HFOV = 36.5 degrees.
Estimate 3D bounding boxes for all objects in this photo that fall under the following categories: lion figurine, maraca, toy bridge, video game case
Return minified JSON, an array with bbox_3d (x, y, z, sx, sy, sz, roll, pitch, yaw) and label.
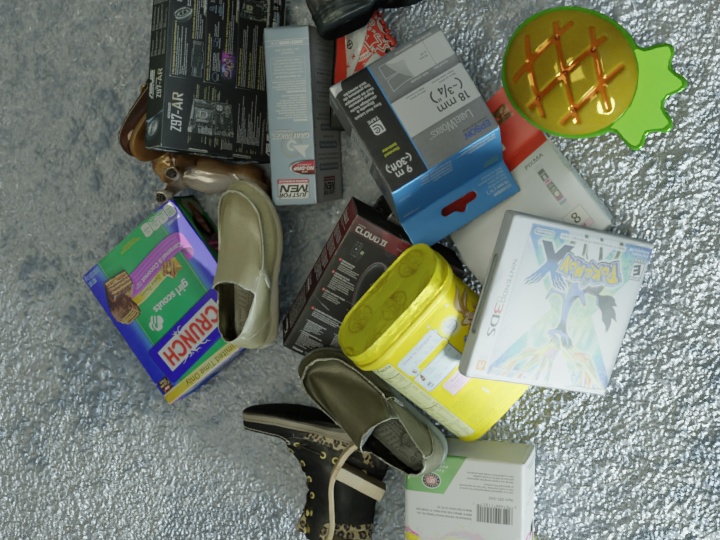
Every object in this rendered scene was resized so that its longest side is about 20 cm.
[{"bbox_3d":[-0.180,-0.118,1.350,0.197,0.123,0.073,23,119,-2],"label":"lion figurine"},{"bbox_3d":[0.248,-0.207,1.179,0.197,0.107,0.139,20,110,15],"label":"maraca"},{"bbox_3d":[-0.002,0.250,1.303,0.066,0.027,0.202,26,99,-4],"label":"toy bridge"},{"bbox_3d":[0.216,0.040,1.198,0.197,0.022,0.185,9,103,-28],"label":"video game case"}]

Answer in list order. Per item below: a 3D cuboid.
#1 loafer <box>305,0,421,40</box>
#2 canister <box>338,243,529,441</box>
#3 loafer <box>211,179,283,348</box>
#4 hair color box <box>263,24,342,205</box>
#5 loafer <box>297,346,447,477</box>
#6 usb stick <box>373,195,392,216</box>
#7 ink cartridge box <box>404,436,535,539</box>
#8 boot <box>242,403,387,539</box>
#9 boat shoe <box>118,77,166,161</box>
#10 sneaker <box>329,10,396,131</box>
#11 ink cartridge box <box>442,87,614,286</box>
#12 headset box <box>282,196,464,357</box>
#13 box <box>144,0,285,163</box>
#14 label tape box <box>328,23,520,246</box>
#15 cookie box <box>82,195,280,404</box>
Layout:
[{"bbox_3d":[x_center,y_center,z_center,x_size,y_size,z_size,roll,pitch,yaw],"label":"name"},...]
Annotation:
[{"bbox_3d":[0.028,-0.332,1.222,0.198,0.073,0.073,-26,81,-18],"label":"loafer"},{"bbox_3d":[0.093,0.087,1.224,0.149,0.087,0.199,-46,120,8],"label":"canister"},{"bbox_3d":[-0.134,-0.003,1.267,0.075,0.068,0.204,1,102,32],"label":"loafer"},{"bbox_3d":[-0.066,-0.181,1.292,0.060,0.099,0.204,-1,96,18],"label":"hair color box"},{"bbox_3d":[0.012,0.160,1.228,0.199,0.070,0.076,35,106,5],"label":"loafer"},{"bbox_3d":[0.000,0.000,1.329,0.055,0.033,0.202,36,107,18],"label":"usb stick"},{"bbox_3d":[0.130,0.309,1.295,0.142,0.084,0.204,2,97,18],"label":"ink cartridge box"},{"bbox_3d":[-0.060,0.252,1.360,0.197,0.073,0.153,10,99,9],"label":"boot"},{"bbox_3d":[-0.228,-0.211,1.317,0.070,0.201,0.071,23,146,24],"label":"boat shoe"},{"bbox_3d":[0.022,-0.259,1.277,0.106,0.067,0.205,4,83,-4],"label":"sneaker"},{"bbox_3d":[0.167,-0.081,1.255,0.162,0.057,0.201,-41,88,19],"label":"ink cartridge box"},{"bbox_3d":[0.018,0.023,1.275,0.147,0.075,0.202,26,106,-14],"label":"headset box"},{"bbox_3d":[-0.167,-0.234,1.278,0.043,0.158,0.204,3,90,51],"label":"box"},{"bbox_3d":[0.074,-0.144,1.203,0.143,0.063,0.202,-31,86,-6],"label":"label tape box"},{"bbox_3d":[-0.227,0.036,1.386,0.170,0.075,0.201,-38,85,18],"label":"cookie box"}]
